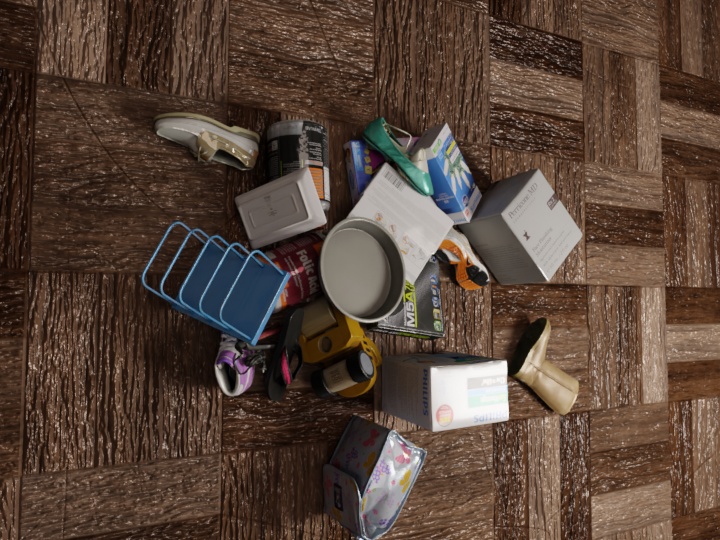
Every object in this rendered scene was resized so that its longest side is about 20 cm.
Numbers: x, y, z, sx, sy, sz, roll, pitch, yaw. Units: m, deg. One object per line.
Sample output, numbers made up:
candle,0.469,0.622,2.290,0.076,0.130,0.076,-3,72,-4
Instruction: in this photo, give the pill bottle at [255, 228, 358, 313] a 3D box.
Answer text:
pill bottle,-0.108,-0.006,1.102,0.198,0.114,0.116,-26,98,-25

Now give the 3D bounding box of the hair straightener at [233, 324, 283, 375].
hair straightener,-0.177,0.151,1.036,0.040,0.200,0.078,-4,92,15

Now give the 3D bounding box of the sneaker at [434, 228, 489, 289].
sneaker,0.239,-0.037,1.300,0.200,0.075,0.093,46,37,-36

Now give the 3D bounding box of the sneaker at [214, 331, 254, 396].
sneaker,-0.230,0.127,1.027,0.071,0.114,0.204,-6,88,3

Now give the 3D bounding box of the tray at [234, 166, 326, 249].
tray,-0.158,-0.111,1.045,0.022,0.198,0.109,-25,98,-54

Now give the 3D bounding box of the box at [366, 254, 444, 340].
box,0.092,0.038,1.198,0.191,0.047,0.203,14,65,-38

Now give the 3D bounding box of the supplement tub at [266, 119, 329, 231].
supplement tub,-0.121,-0.181,1.102,0.121,0.122,0.204,0,87,-26

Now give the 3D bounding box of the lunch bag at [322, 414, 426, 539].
lunch bag,0.010,0.408,1.109,0.126,0.169,0.202,35,74,-22

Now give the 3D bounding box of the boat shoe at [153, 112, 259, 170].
boat shoe,-0.284,-0.239,1.049,0.197,0.074,0.070,7,78,-27

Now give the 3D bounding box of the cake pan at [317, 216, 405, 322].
cake pan,0.000,0.000,1.074,0.198,0.037,0.204,8,76,-34

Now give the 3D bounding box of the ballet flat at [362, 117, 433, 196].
ballet flat,0.094,-0.243,1.172,0.200,0.067,0.070,43,114,-2

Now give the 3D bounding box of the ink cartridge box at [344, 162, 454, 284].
ink cartridge box,0.076,-0.096,1.179,0.199,0.043,0.174,39,73,-10

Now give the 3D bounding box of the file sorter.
file sorter,-0.252,0.016,0.965,0.140,0.198,0.123,-64,152,-14

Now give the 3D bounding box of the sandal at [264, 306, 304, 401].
sandal,-0.135,0.168,1.066,0.075,0.045,0.203,-28,137,-65

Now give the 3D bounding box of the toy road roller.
toy road roller,-0.037,0.153,1.128,0.145,0.122,0.203,9,57,-63

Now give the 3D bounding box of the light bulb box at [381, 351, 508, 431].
light bulb box,0.173,0.246,1.183,0.195,0.199,0.127,0,87,-27

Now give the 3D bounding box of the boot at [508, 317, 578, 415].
boot,0.479,0.241,1.417,0.199,0.066,0.176,34,85,-20

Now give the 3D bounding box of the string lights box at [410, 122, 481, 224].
string lights box,0.195,-0.213,1.262,0.201,0.058,0.103,56,47,-27

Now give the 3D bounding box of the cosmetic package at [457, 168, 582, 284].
cosmetic package,0.373,-0.097,1.321,0.165,0.164,0.201,-47,107,-22

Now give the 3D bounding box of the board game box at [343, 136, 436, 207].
board game box,0.071,-0.189,1.243,0.197,0.041,0.203,-10,92,-27
